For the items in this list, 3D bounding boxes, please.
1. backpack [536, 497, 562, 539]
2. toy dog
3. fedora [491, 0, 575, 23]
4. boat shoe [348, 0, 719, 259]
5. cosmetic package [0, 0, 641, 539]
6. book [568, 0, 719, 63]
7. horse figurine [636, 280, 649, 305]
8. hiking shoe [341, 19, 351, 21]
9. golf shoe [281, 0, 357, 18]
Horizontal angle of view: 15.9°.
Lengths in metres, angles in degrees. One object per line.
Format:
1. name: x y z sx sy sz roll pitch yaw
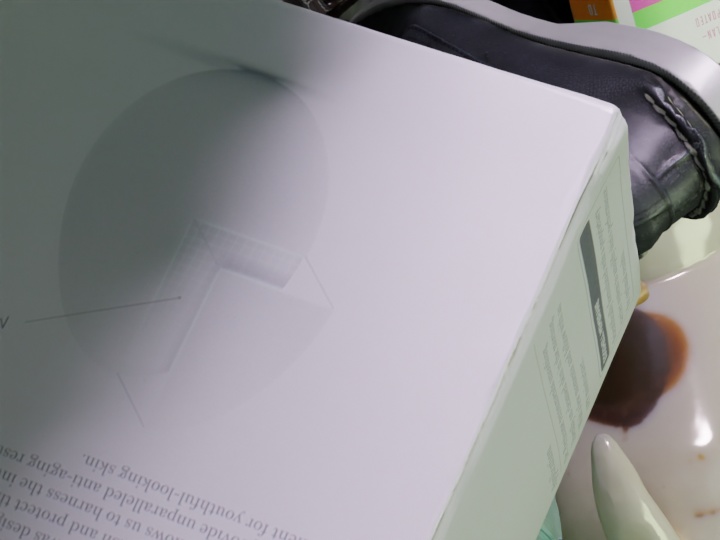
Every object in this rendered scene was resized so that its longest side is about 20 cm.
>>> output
1. backpack: -0.025 0.113 0.895 0.167 0.200 0.127 84 -6 -60
2. toy dog: 0.109 0.030 1.029 0.194 0.139 0.200 3 71 -54
3. fedora: 0.058 -0.153 1.003 0.200 0.092 0.201 -3 94 -40
4. boat shoe: 0.039 -0.046 0.836 0.060 0.200 0.076 -43 115 -23
5. cosmetic package: -0.050 0.036 0.729 0.123 0.199 0.200 73 40 -63
6. book: 0.118 -0.180 0.960 0.133 0.048 0.200 -25 109 -30
7. horse figurine: 0.000 0.000 0.893 0.132 0.200 0.050 -29 130 -27
8. hiking shoe: 0.024 -0.002 1.018 0.087 0.074 0.200 -7 83 -76
9. golf shoe: -0.023 -0.102 0.851 0.078 0.094 0.200 -47 153 -56
